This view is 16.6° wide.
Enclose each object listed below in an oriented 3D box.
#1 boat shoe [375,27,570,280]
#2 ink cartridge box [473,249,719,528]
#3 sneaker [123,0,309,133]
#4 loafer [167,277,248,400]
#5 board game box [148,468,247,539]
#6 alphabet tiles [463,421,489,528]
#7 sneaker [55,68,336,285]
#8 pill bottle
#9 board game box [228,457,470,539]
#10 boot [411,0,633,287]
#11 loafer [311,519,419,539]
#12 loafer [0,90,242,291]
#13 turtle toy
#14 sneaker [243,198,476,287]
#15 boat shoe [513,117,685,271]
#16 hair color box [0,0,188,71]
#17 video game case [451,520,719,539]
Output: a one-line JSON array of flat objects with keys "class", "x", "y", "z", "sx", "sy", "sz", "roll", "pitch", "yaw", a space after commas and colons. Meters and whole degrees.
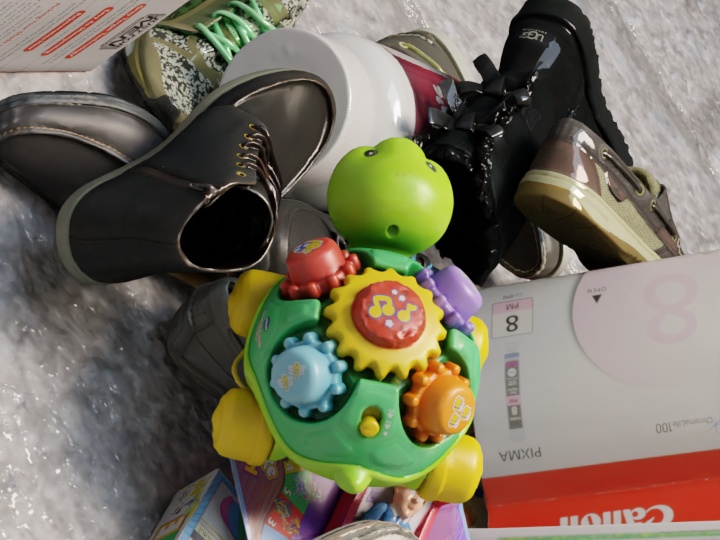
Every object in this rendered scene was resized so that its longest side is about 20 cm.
[{"class": "boat shoe", "x": 0.070, "y": -0.076, "z": 1.688, "sx": 0.060, "sy": 0.072, "sz": 0.202, "roll": -15, "pitch": 70, "yaw": -56}, {"class": "ink cartridge box", "x": 0.144, "y": 0.090, "z": 1.440, "sx": 0.057, "sy": 0.162, "sz": 0.200, "roll": 62, "pitch": 24, "yaw": -47}, {"class": "sneaker", "x": -0.078, "y": -0.151, "z": 1.519, "sx": 0.077, "sy": 0.089, "sz": 0.200, "roll": 50, "pitch": 32, "yaw": -14}, {"class": "loafer", "x": -0.015, "y": 0.071, "z": 1.400, "sx": 0.200, "sy": 0.070, "sz": 0.070, "roll": 31, "pitch": 50, "yaw": -17}, {"class": "board game box", "x": -0.045, "y": 0.220, "z": 1.302, "sx": 0.200, "sy": 0.034, "sz": 0.135, "roll": 51, "pitch": 32, "yaw": -14}, {"class": "alphabet tiles", "x": 0.028, "y": 0.143, "z": 1.442, "sx": 0.166, "sy": 0.006, "sz": 0.200, "roll": 34, "pitch": 49, "yaw": -17}, {"class": "sneaker", "x": -0.059, "y": -0.047, "z": 1.332, "sx": 0.200, "sy": 0.106, "sz": 0.075, "roll": -39, "pitch": 119, "yaw": -36}, {"class": "pill bottle", "x": -0.002, "y": -0.086, "z": 1.524, "sx": 0.200, "sy": 0.109, "sz": 0.110, "roll": 13, "pitch": 52, "yaw": -63}, {"class": "board game box", "x": 0.011, "y": 0.134, "z": 1.328, "sx": 0.158, "sy": 0.039, "sz": 0.200, "roll": -6, "pitch": 79, "yaw": -42}, {"class": "boot", "x": 0.101, "y": -0.055, "z": 1.535, "sx": 0.163, "sy": 0.073, "sz": 0.199, "roll": -56, "pitch": 144, "yaw": -37}, {"class": "loafer", "x": -0.031, "y": 0.190, "z": 1.227, "sx": 0.200, "sy": 0.063, "sz": 0.072, "roll": -34, "pitch": 100, "yaw": -35}, {"class": "loafer", "x": -0.130, "y": -0.043, "z": 1.374, "sx": 0.200, "sy": 0.073, "sz": 0.072, "roll": 21, "pitch": 52, "yaw": -44}, {"class": "turtle toy", "x": 0.006, "y": 0.025, "z": 1.295, "sx": 0.145, "sy": 0.101, "sz": 0.200, "roll": 11, "pitch": 56, "yaw": -9}, {"class": "sneaker", "x": 0.000, "y": 0.000, "z": 1.469, "sx": 0.200, "sy": 0.082, "sz": 0.073, "roll": 21, "pitch": 69, "yaw": -58}, {"class": "boat shoe", "x": 0.162, "y": -0.032, "z": 1.514, "sx": 0.201, "sy": 0.072, "sz": 0.066, "roll": 34, "pitch": 76, "yaw": -53}, {"class": "hair color box", "x": -0.189, "y": -0.157, "z": 1.357, "sx": 0.200, "sy": 0.101, "sz": 0.061, "roll": -6, "pitch": 69, "yaw": -57}, {"class": "video game case", "x": 0.151, "y": 0.232, "z": 1.373, "sx": 0.022, "sy": 0.200, "sz": 0.183, "roll": 27, "pitch": 61, "yaw": -76}]
